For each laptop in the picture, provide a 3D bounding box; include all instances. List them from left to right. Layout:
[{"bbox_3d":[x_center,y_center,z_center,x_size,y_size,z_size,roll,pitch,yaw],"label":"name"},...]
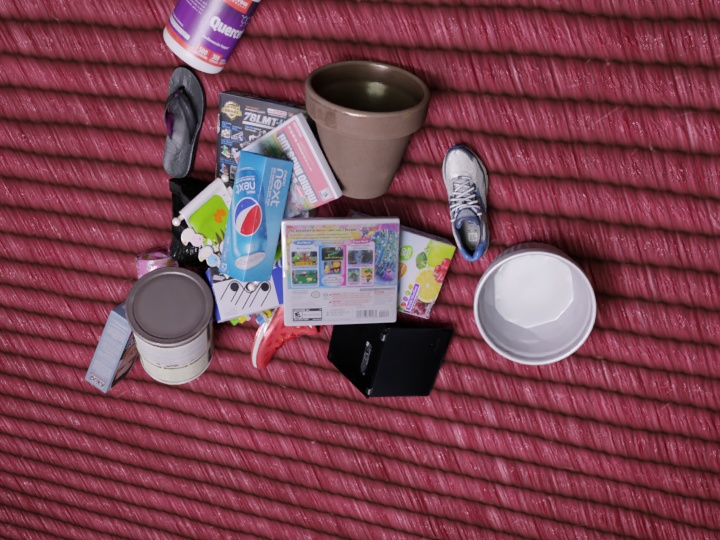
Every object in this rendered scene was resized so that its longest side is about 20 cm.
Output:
[{"bbox_3d":[0.050,0.146,1.118,0.199,0.115,0.190,38,133,29],"label":"laptop"}]

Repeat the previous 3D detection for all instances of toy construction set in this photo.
[{"bbox_3d":[-0.263,0.049,1.133,0.198,0.092,0.132,-4,124,48],"label":"toy construction set"}]

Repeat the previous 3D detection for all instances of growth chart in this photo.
[{"bbox_3d":[-0.217,-0.061,0.991,0.018,0.146,0.200,6,145,50],"label":"growth chart"}]

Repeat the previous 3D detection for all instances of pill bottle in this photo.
[{"bbox_3d":[-0.236,-0.440,0.946,0.112,0.113,0.201,39,115,-2],"label":"pill bottle"}]

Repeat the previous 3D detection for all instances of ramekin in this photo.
[{"bbox_3d":[0.296,0.048,0.988,0.196,0.105,0.205,5,110,13],"label":"ramekin"}]

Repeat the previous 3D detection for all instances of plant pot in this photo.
[{"bbox_3d":[0.005,-0.219,0.935,0.196,0.202,0.177,15,130,9],"label":"plant pot"}]

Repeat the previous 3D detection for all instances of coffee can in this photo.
[{"bbox_3d":[-0.343,0.107,1.054,0.144,0.148,0.201,28,148,3],"label":"coffee can"}]

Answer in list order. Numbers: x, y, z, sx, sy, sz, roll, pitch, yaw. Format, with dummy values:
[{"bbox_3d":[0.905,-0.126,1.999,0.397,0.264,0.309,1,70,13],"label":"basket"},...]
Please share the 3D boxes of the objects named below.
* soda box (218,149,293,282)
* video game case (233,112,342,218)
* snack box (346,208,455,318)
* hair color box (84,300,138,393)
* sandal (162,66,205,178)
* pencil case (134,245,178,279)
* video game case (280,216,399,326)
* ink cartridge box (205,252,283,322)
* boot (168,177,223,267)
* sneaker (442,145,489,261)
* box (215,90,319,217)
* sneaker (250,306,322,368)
[{"bbox_3d":[-0.172,-0.087,0.939,0.063,0.067,0.204,18,101,32],"label":"soda box"},{"bbox_3d":[-0.128,-0.164,0.973,0.198,0.017,0.145,-14,108,48],"label":"video game case"},{"bbox_3d":[0.052,-0.009,1.014,0.196,0.053,0.145,16,104,-15],"label":"snack box"},{"bbox_3d":[-0.520,0.157,1.248,0.060,0.099,0.202,32,115,0],"label":"hair color box"},{"bbox_3d":[-0.334,-0.271,1.067,0.074,0.048,0.205,13,108,7],"label":"sandal"},{"bbox_3d":[-0.408,0.054,1.191,0.081,0.086,0.204,8,114,33],"label":"pencil case"},{"bbox_3d":[-0.033,0.002,0.965,0.195,0.024,0.186,-1,108,-7],"label":"video game case"},{"bbox_3d":[-0.176,0.024,1.057,0.044,0.197,0.096,-26,80,63],"label":"ink cartridge box"},{"bbox_3d":[-0.306,-0.077,1.076,0.078,0.210,0.161,-5,111,-29],"label":"boot"},{"bbox_3d":[0.183,-0.109,0.971,0.075,0.085,0.204,-10,106,18],"label":"sneaker"},{"bbox_3d":[-0.168,-0.208,1.048,0.196,0.050,0.203,13,112,11],"label":"box"},{"bbox_3d":[-0.145,0.131,1.152,0.114,0.078,0.203,24,115,6],"label":"sneaker"}]
